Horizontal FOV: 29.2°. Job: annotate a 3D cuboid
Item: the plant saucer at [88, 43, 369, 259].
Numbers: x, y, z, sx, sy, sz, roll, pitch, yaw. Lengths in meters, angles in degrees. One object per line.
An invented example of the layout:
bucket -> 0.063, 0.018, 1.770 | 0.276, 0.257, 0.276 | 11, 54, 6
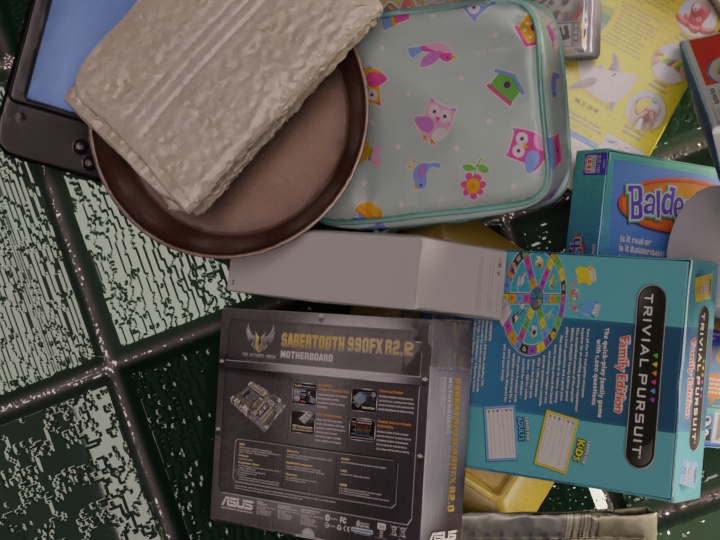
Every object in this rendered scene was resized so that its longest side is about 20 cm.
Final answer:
plant saucer -> -0.089, -0.107, 0.957 | 0.199, 0.034, 0.202 | -1, 87, 11

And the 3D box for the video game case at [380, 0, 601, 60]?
video game case -> 0.088, -0.252, 1.015 | 0.181, 0.023, 0.201 | 1, 88, 23

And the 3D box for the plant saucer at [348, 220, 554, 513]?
plant saucer -> 0.080, 0.075, 1.020 | 0.199, 0.048, 0.201 | 32, 90, 4

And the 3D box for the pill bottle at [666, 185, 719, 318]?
pill bottle -> 0.313, 0.002, 0.942 | 0.199, 0.112, 0.113 | 10, 88, -26

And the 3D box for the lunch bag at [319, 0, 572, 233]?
lunch bag -> 0.047, -0.106, 0.982 | 0.199, 0.077, 0.161 | -4, 98, 24

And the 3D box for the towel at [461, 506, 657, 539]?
towel -> 0.121, 0.268, 0.998 | 0.191, 0.035, 0.201 | -3, 100, 2

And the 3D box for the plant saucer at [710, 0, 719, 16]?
plant saucer -> 0.340, -0.244, 0.995 | 0.199, 0.050, 0.201 | 2, 82, -11

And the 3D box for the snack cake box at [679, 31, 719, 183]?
snack cake box -> 0.279, -0.108, 0.897 | 0.114, 0.200, 0.067 | -14, 112, 14

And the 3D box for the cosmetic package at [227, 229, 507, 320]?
cosmetic package -> 0.000, 0.000, 0.950 | 0.082, 0.199, 0.051 | 6, 89, -42

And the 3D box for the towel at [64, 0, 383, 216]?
towel -> -0.093, -0.146, 0.928 | 0.133, 0.034, 0.200 | 45, 93, 9

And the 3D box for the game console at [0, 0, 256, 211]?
game console -> -0.154, -0.160, 0.999 | 0.170, 0.118, 0.201 | 15, 88, -20

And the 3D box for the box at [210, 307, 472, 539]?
box -> -0.018, 0.108, 0.971 | 0.199, 0.048, 0.159 | 1, 86, 39

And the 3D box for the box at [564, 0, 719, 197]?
box -> 0.186, -0.154, 1.024 | 0.117, 0.048, 0.201 | 30, 92, 4

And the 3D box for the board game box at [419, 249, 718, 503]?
board game box -> 0.131, 0.064, 0.921 | 0.199, 0.047, 0.152 | 4, 89, 36

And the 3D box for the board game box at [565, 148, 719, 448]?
board game box -> 0.216, 0.023, 0.985 | 0.151, 0.045, 0.201 | 7, 90, -24
